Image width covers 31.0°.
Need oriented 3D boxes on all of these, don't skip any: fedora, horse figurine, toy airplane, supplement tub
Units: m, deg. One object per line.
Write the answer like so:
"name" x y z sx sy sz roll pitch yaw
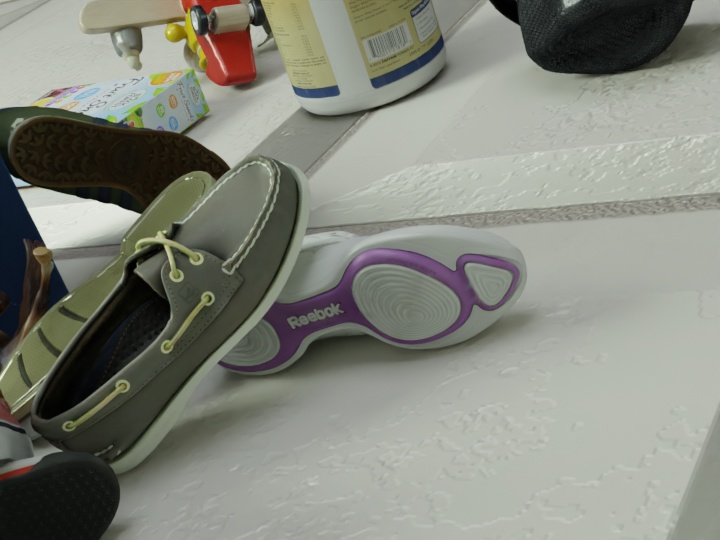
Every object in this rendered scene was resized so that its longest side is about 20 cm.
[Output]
"fedora" 0.186 -0.211 0.997 0.200 0.201 0.092 -8 60 24
"horse figurine" -0.247 0.058 0.800 0.050 0.133 0.200 26 37 16
"toy airplane" -0.171 -0.277 1.381 0.200 0.141 0.199 21 50 8
"supplement tub" -0.018 -0.253 1.140 0.144 0.200 0.144 -16 25 8

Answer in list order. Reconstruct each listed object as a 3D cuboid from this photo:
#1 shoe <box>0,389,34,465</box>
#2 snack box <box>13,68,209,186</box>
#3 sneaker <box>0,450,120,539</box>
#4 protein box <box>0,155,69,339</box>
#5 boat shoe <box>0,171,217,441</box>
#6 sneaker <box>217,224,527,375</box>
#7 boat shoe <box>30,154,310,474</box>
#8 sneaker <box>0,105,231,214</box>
"shoe" -0.217 0.063 0.684 0.071 0.091 0.200 -12 -7 -15
"snack box" -0.268 -0.138 1.271 0.200 0.053 0.142 -2 31 34
"sneaker" -0.227 0.137 0.654 0.201 0.067 0.108 -33 30 -20
"protein box" -0.327 -0.036 0.929 0.135 0.199 0.200 -31 26 -22
"boat shoe" -0.141 0.034 0.801 0.200 0.068 0.075 -46 35 -7
"sneaker" 0.000 0.000 0.754 0.200 0.075 0.100 -9 28 22
"boat shoe" -0.102 0.017 0.710 0.072 0.060 0.202 32 85 42
"sneaker" -0.190 -0.083 0.965 0.200 0.067 0.090 12 6 -46
